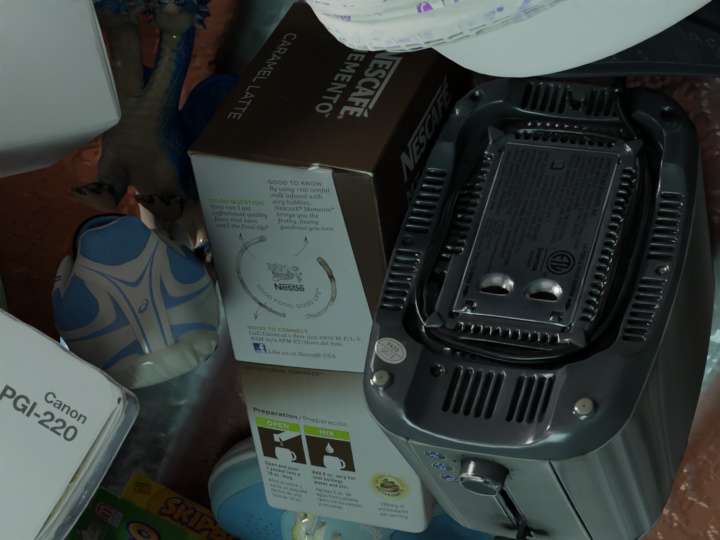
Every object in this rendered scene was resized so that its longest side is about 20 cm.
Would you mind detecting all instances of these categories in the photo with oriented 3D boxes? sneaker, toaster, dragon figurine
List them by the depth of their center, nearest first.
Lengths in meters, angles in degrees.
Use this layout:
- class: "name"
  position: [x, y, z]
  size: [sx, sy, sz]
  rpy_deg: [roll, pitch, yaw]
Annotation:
- class: "toaster"
  position: [0.080, 0.016, 0.811]
  size: [0.114, 0.200, 0.129]
  rpy_deg: [6, 149, 20]
- class: "sneaker"
  position: [-0.098, 0.012, 0.865]
  size: [0.200, 0.072, 0.073]
  rpy_deg: [164, 92, -79]
- class: "dragon figurine"
  position: [-0.078, -0.056, 0.895]
  size: [0.059, 0.099, 0.200]
  rpy_deg: [7, 156, 20]
- class: "sneaker"
  position: [-0.002, 0.149, 0.996]
  size: [0.200, 0.131, 0.080]
  rpy_deg: [4, 132, 23]

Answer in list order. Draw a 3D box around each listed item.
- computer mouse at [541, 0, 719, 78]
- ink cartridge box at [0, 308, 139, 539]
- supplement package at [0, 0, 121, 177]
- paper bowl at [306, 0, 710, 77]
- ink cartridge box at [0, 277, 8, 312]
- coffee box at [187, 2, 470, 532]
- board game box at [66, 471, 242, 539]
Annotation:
- class: "computer mouse"
  position: [0.130, -0.107, 0.721]
  size: [0.200, 0.138, 0.053]
  rpy_deg: [4, 118, 40]
- class: "ink cartridge box"
  position: [-0.171, 0.048, 0.779]
  size: [0.146, 0.085, 0.200]
  rpy_deg: [32, 169, -6]
- class: "supplement package"
  position: [-0.213, -0.084, 0.777]
  size: [0.121, 0.200, 0.120]
  rpy_deg: [-16, 88, 67]
- class: "paper bowl"
  position: [0.066, -0.140, 0.648]
  size: [0.201, 0.201, 0.104]
  rpy_deg: [-16, 120, 36]
- class: "ink cartridge box"
  position: [-0.285, 0.012, 1.066]
  size: [0.200, 0.048, 0.146]
  rpy_deg: [11, 134, 16]
- class: "coffee box"
  position: [0.000, 0.000, 0.871]
  size: [0.080, 0.114, 0.200]
  rpy_deg: [8, 133, 20]
- class: "board game box"
  position: [-0.070, 0.183, 1.134]
  size: [0.200, 0.030, 0.096]
  rpy_deg: [26, 135, -2]
